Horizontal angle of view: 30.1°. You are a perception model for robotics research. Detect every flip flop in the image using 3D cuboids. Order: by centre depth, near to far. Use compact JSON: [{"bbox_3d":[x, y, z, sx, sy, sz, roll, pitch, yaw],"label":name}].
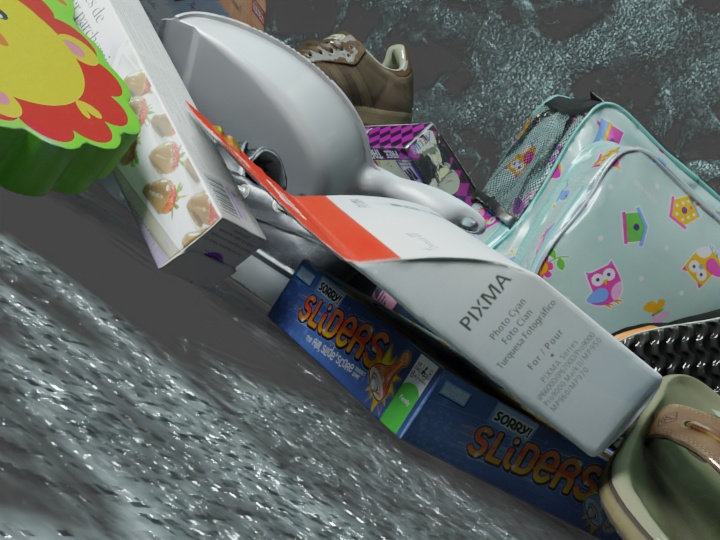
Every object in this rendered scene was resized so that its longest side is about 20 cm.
[{"bbox_3d":[0.152,0.090,0.572,0.081,0.058,0.200,48,24,-2],"label":"flip flop"}]

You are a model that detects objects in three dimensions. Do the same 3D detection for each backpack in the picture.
[{"bbox_3d":[0.139,0.014,0.834,0.176,0.200,0.153,39,7,-18],"label":"backpack"}]

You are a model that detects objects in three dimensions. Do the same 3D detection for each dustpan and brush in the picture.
[{"bbox_3d":[-0.025,-0.058,0.757,0.200,0.140,0.057,29,44,7],"label":"dustpan and brush"}]

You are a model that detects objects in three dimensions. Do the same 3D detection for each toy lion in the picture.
[{"bbox_3d":[-0.176,-0.113,0.572,0.192,0.069,0.200,36,21,-12],"label":"toy lion"}]

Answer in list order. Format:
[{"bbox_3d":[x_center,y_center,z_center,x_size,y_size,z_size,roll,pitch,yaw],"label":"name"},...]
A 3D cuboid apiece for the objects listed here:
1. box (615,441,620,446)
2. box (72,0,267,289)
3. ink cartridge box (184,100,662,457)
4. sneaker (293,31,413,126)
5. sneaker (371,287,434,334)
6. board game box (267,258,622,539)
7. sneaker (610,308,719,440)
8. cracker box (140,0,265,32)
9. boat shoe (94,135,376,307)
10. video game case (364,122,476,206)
[{"bbox_3d":[0.231,0.139,0.948,0.082,0.068,0.200,30,4,-26],"label":"box"},{"bbox_3d":[-0.106,-0.080,0.636,0.041,0.039,0.200,30,26,-58],"label":"box"},{"bbox_3d":[0.019,-0.016,0.575,0.200,0.047,0.160,40,2,-17],"label":"ink cartridge box"},{"bbox_3d":[-0.038,-0.156,1.072,0.200,0.076,0.070,3,3,-45],"label":"sneaker"},{"bbox_3d":[0.000,0.000,0.803,0.082,0.070,0.200,33,1,-24],"label":"sneaker"},{"bbox_3d":[0.065,0.072,0.633,0.200,0.035,0.135,31,4,-35],"label":"board game box"},{"bbox_3d":[0.201,0.049,0.733,0.200,0.070,0.090,-6,2,-16],"label":"sneaker"},{"bbox_3d":[-0.183,-0.191,0.951,0.199,0.058,0.134,-4,-22,17],"label":"cracker box"},{"bbox_3d":[-0.069,-0.038,0.711,0.200,0.068,0.072,33,3,30],"label":"boat shoe"},{"bbox_3d":[0.040,-0.036,1.078,0.181,0.036,0.200,56,-22,-22],"label":"video game case"}]
